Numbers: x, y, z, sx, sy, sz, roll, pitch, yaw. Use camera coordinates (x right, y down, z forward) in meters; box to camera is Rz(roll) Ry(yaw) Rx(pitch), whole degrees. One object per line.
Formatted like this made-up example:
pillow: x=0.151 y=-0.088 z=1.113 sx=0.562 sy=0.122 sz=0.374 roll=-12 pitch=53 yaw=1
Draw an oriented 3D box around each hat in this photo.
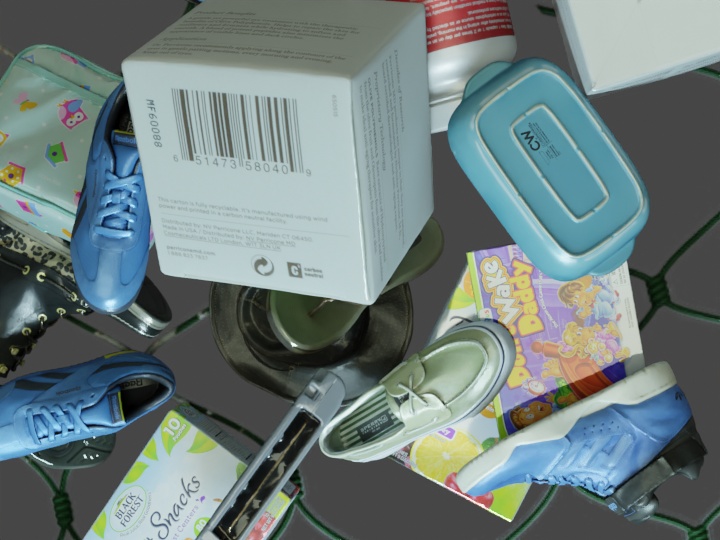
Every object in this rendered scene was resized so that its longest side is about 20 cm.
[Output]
hat: x=-0.052 y=0.038 z=1.154 sx=0.198 sy=0.081 sz=0.203 roll=1 pitch=94 yaw=8

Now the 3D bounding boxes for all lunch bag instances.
lunch bag: x=-0.256 y=-0.114 z=1.154 sx=0.199 sy=0.077 sz=0.161 roll=25 pitch=70 yaw=4

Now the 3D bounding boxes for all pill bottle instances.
pill bottle: x=0.073 y=-0.226 z=1.097 sx=0.111 sy=0.112 sz=0.202 roll=-13 pitch=93 yaw=10

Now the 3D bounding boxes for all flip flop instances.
flip flop: x=0.000 y=0.000 z=1.104 sx=0.199 sy=0.058 sz=0.081 roll=-30 pitch=82 yaw=-28

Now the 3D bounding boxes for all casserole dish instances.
casserole dish: x=0.159 y=-0.086 z=1.034 sx=0.121 sy=0.039 sz=0.201 roll=-36 pitch=90 yaw=-8

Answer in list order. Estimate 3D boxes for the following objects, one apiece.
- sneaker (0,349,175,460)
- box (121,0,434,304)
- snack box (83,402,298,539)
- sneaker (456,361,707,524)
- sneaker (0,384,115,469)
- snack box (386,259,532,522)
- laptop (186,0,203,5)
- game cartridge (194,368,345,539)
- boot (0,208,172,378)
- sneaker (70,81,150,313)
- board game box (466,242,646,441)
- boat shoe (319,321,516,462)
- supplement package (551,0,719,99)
sneaker: x=-0.263 y=0.125 z=1.149 sx=0.199 sy=0.078 sz=0.067 roll=-19 pitch=107 yaw=-25
box: x=-0.058 y=-0.107 z=1.036 sx=0.197 sy=0.172 sz=0.202 roll=7 pitch=123 yaw=20
snack box: x=-0.172 y=0.248 z=1.197 sx=0.142 sy=0.053 sz=0.201 roll=35 pitch=98 yaw=5
sneaker: x=0.185 y=0.166 z=1.028 sx=0.199 sy=0.077 sz=0.112 roll=-26 pitch=80 yaw=1
sneaker: x=-0.338 y=0.139 z=1.219 sx=0.198 sy=0.114 sz=0.077 roll=11 pitch=91 yaw=-20
snack box: x=0.119 y=0.104 z=1.146 sx=0.141 sy=0.053 sz=0.201 roll=27 pitch=97 yaw=4
laptop: x=-0.107 y=-0.319 z=1.111 sx=0.199 sy=0.103 sz=0.179 roll=24 pitch=95 yaw=42
game cartridge: x=-0.082 y=0.175 z=1.086 sx=0.041 sy=0.133 sz=0.201 roll=35 pitch=81 yaw=5
boot: x=-0.290 y=0.043 z=1.199 sx=0.203 sy=0.073 sz=0.154 roll=34 pitch=101 yaw=11
sneaker: x=-0.203 y=-0.067 z=1.054 sx=0.065 sy=0.078 sz=0.202 roll=9 pitch=72 yaw=-8
board game box: x=0.174 y=0.071 z=1.088 sx=0.133 sy=0.045 sz=0.202 roll=-11 pitch=91 yaw=7
boat shoe: x=0.048 y=0.112 z=1.079 sx=0.200 sy=0.062 sz=0.072 roll=-40 pitch=73 yaw=29
supplement package: x=0.227 y=-0.253 z=1.026 sx=0.146 sy=0.200 sz=0.193 roll=-16 pitch=93 yaw=9
